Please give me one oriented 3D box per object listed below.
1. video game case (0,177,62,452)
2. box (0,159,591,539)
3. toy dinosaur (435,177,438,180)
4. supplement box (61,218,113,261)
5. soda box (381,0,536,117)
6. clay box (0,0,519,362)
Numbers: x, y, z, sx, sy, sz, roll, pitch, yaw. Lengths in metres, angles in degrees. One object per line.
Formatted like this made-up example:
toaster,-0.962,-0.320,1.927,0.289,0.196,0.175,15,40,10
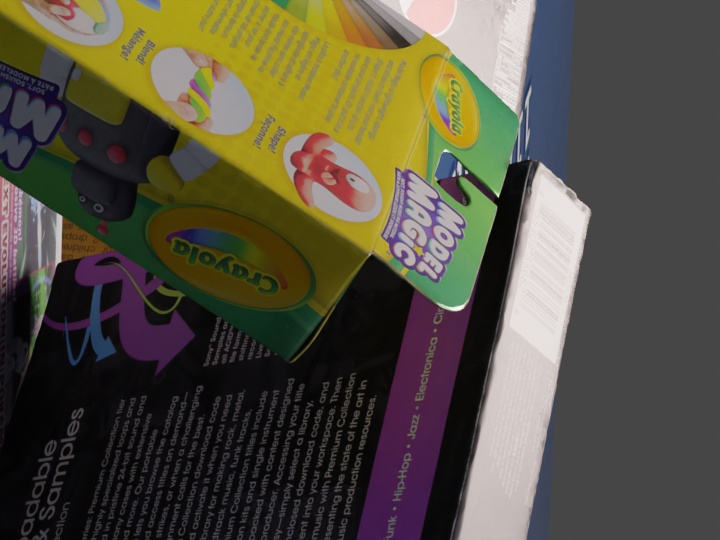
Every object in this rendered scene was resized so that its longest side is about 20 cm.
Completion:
video game case,-0.132,0.040,0.693,0.182,0.023,0.202,-41,135,-75
box,-0.033,0.051,0.656,0.036,0.199,0.144,38,55,-40
toy dinosaur,0.002,-0.082,1.116,0.200,0.058,0.101,51,13,-7
supplement box,-0.069,-0.060,0.863,0.067,0.068,0.201,74,23,-62
soda box,-0.025,-0.106,0.802,0.199,0.070,0.064,25,66,-43
clay box,-0.055,-0.058,0.590,0.048,0.199,0.115,-51,-171,33
